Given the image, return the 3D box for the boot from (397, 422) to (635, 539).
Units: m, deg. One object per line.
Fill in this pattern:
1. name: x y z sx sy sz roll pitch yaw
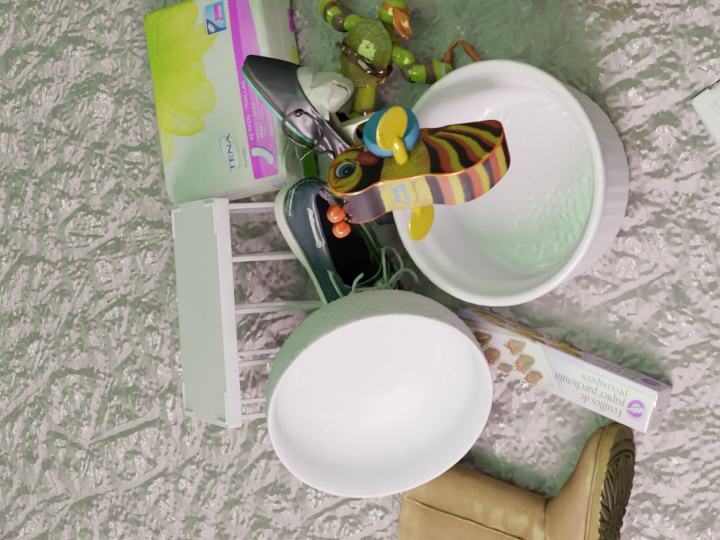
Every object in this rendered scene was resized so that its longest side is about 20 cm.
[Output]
1. boot: 0.132 0.197 1.213 0.198 0.066 0.178 15 100 32

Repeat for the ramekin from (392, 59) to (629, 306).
1. ramekin: 0.132 -0.074 1.176 0.198 0.097 0.204 2 93 32

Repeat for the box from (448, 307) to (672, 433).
1. box: 0.170 0.084 1.195 0.198 0.041 0.039 23 105 30

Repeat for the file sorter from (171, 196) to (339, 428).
1. file sorter: -0.096 0.033 1.290 0.138 0.123 0.204 179 87 -65

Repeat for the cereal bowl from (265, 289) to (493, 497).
1. cereal bowl: 0.011 0.097 1.200 0.201 0.198 0.084 -54 29 22

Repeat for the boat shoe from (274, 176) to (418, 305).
1. boat shoe: 0.000 0.000 1.234 0.061 0.075 0.202 0 126 55

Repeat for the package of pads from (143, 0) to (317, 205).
1. package of pads: -0.132 -0.171 1.353 0.153 0.068 0.203 -11 87 32

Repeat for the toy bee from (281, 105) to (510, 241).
1. toy bee: 0.020 -0.069 1.124 0.198 0.131 0.110 -14 42 38

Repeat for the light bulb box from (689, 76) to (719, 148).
1. light bulb box: 0.367 -0.126 0.965 0.198 0.199 0.126 -38 74 27

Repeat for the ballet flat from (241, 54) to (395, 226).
1. ballet flat: -0.018 -0.129 1.220 0.073 0.073 0.200 -35 105 28

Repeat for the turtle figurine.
1. turtle figurine: 0.013 -0.182 1.262 0.199 0.064 0.163 36 113 21
